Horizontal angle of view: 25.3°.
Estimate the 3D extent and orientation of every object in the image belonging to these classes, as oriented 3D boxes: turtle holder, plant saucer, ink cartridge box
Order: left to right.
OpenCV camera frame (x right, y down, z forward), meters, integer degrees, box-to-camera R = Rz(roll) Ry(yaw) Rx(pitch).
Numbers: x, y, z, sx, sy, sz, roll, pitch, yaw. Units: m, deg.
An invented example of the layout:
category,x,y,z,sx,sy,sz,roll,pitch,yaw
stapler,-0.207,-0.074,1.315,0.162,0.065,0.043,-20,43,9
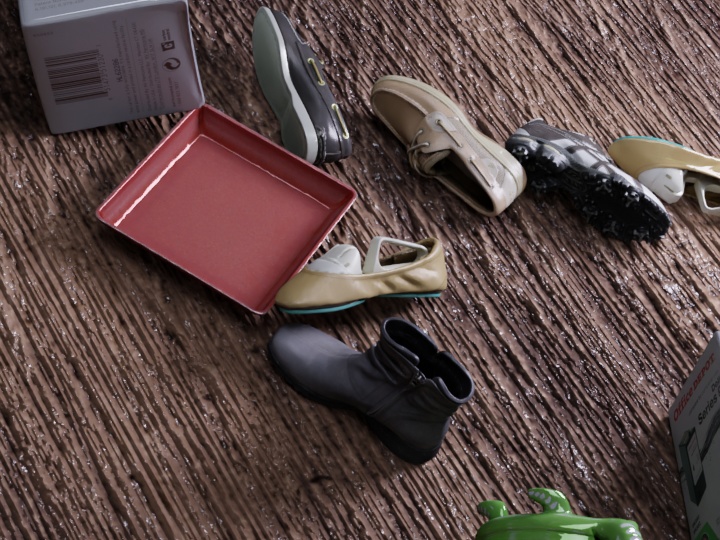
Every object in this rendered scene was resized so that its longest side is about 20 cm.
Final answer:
category,x,y,z,sx,sy,sz,roll,pitch,yaw
plant saucer,-0.134,-0.057,1.617,0.199,0.037,0.200,31,51,8
turtle holder,0.180,0.269,1.366,0.185,0.141,0.132,-4,63,29
ink cartridge box,0.362,0.178,1.500,0.084,0.146,0.201,5,51,-10

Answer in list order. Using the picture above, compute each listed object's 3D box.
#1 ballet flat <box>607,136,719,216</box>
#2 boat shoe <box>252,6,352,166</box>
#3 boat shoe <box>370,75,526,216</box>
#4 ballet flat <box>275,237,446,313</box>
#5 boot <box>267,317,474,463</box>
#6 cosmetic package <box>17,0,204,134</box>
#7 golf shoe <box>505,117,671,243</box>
category,x,y,z,sx,sy,sz,roll,pitch,yaw
ballet flat,0.369,-0.099,1.773,0.199,0.069,0.063,12,64,-5
boat shoe,-0.065,-0.199,1.728,0.060,0.072,0.202,-6,62,-25
boat shoe,0.084,-0.135,1.715,0.200,0.071,0.065,37,51,12
ballet flat,0.000,0.000,1.560,0.199,0.063,0.068,-7,14,-39
boot,0.011,0.082,1.486,0.199,0.132,0.070,31,52,9
cosmetic package,-0.263,-0.279,1.650,0.165,0.168,0.201,-11,56,-6
golf shoe,0.253,-0.106,1.737,0.199,0.078,0.095,30,45,3
